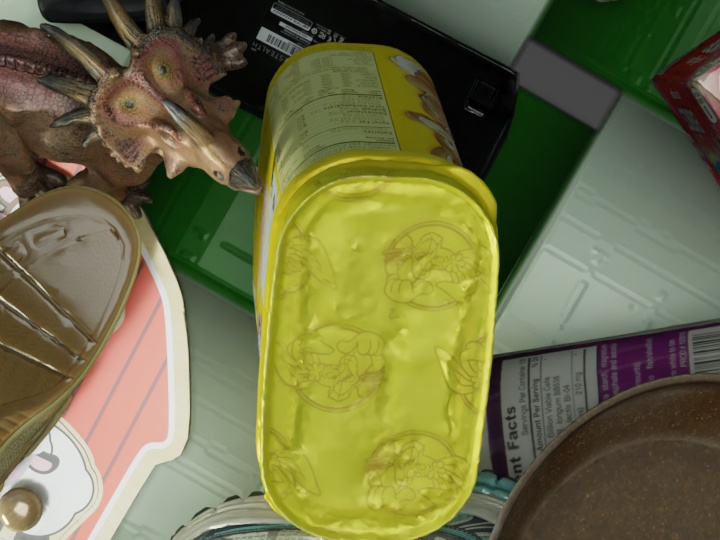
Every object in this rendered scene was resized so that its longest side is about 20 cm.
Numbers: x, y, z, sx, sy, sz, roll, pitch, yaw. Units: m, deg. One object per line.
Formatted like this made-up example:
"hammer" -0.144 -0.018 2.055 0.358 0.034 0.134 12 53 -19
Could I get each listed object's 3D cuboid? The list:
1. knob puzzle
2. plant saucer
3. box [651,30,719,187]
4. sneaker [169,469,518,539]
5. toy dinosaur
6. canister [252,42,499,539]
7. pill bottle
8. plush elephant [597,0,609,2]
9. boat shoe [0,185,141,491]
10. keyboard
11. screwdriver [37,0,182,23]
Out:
"knob puzzle" -0.164 0.032 1.218 0.219 0.030 0.220 0 95 1
"plant saucer" 0.125 0.140 1.072 0.200 0.037 0.201 1 88 -25
"box" 0.190 -0.066 1.122 0.100 0.200 0.096 -34 92 3
"sneaker" -0.019 0.137 1.119 0.200 0.086 0.078 -19 113 30
"toy dinosaur" -0.126 -0.073 1.142 0.199 0.136 0.086 3 82 12
"canister" 0.000 0.000 1.116 0.086 0.200 0.149 3 110 -5
"pill bottle" 0.097 0.085 1.175 0.199 0.112 0.113 -10 95 11
"plush elephant" 0.147 -0.212 1.131 0.199 0.155 0.165 -20 95 3
"boat shoe" -0.156 0.043 1.163 0.071 0.065 0.200 39 107 3
"keyboard" -0.020 -0.113 1.211 0.200 0.040 0.104 27 118 -3
"screwdriver" -0.042 -0.125 1.176 0.199 0.029 0.028 -5 114 11
